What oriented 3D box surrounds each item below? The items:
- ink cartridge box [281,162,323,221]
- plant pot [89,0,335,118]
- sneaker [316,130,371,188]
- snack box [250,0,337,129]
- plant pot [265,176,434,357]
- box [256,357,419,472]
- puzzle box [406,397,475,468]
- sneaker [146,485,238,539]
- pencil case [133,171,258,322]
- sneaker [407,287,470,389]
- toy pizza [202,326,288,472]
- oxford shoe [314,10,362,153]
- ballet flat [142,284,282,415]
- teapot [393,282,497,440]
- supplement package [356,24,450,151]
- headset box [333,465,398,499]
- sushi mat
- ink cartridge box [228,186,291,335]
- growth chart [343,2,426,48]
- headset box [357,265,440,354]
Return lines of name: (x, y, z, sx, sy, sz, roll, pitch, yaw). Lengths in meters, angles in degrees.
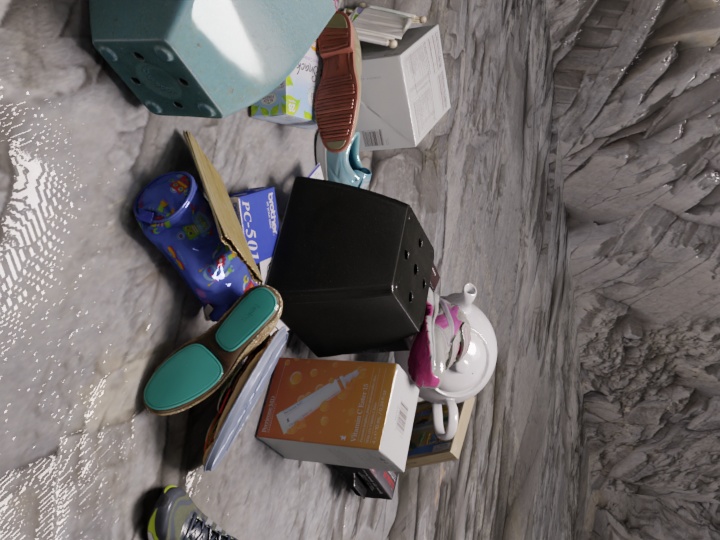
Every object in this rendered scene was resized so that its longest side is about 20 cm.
ink cartridge box: (-0.071, -0.055, 1.224, 0.100, 0.038, 0.203, -54, 138, -50)
plant pot: (-0.176, -0.280, 0.855, 0.196, 0.193, 0.203, 52, 54, -51)
sneaker: (-0.021, -0.132, 1.279, 0.074, 0.080, 0.204, -36, 121, -58)
snack box: (-0.093, -0.318, 1.148, 0.168, 0.066, 0.205, -9, 100, -64)
plant pot: (0.000, 0.000, 1.126, 0.201, 0.174, 0.203, 55, 43, -54)
box: (-0.030, 0.204, 1.123, 0.098, 0.196, 0.127, 51, 45, -51)
puzzle box: (0.112, 0.294, 1.426, 0.025, 0.198, 0.134, 46, 45, -23)
sneaker: (-0.184, 0.325, 0.940, 0.202, 0.079, 0.075, 65, 35, -40)
pencil case: (-0.191, -0.020, 0.933, 0.088, 0.077, 0.202, -57, 140, -30)
sneaker: (0.124, 0.102, 1.164, 0.201, 0.087, 0.082, -77, -173, -55)
toy pizza: (-0.149, 0.155, 0.980, 0.203, 0.031, 0.200, -62, 178, -3)
oxford shoe: (-0.021, -0.269, 1.147, 0.074, 0.069, 0.205, 13, 80, -67)
ballet flat: (-0.167, 0.100, 0.926, 0.199, 0.071, 0.065, -39, 166, -8)
teapot: (0.152, 0.148, 1.330, 0.201, 0.196, 0.146, 52, -1, -14)
supplement package: (0.048, -0.313, 1.344, 0.200, 0.149, 0.153, -52, 135, -52)
headset box: (0.019, 0.284, 1.346, 0.150, 0.074, 0.203, 61, 38, -45)
sushi mat: (-0.164, -0.077, 0.923, 0.202, 0.012, 0.096, 63, 1, 40)
ink cartridge box: (-0.144, -0.005, 1.065, 0.094, 0.043, 0.205, -30, 117, -62)
growth chart: (0.021, -0.415, 1.314, 0.201, 0.142, 0.018, -58, 161, -54)
headset box: (0.032, 0.057, 1.306, 0.076, 0.146, 0.201, 62, 37, -30)
